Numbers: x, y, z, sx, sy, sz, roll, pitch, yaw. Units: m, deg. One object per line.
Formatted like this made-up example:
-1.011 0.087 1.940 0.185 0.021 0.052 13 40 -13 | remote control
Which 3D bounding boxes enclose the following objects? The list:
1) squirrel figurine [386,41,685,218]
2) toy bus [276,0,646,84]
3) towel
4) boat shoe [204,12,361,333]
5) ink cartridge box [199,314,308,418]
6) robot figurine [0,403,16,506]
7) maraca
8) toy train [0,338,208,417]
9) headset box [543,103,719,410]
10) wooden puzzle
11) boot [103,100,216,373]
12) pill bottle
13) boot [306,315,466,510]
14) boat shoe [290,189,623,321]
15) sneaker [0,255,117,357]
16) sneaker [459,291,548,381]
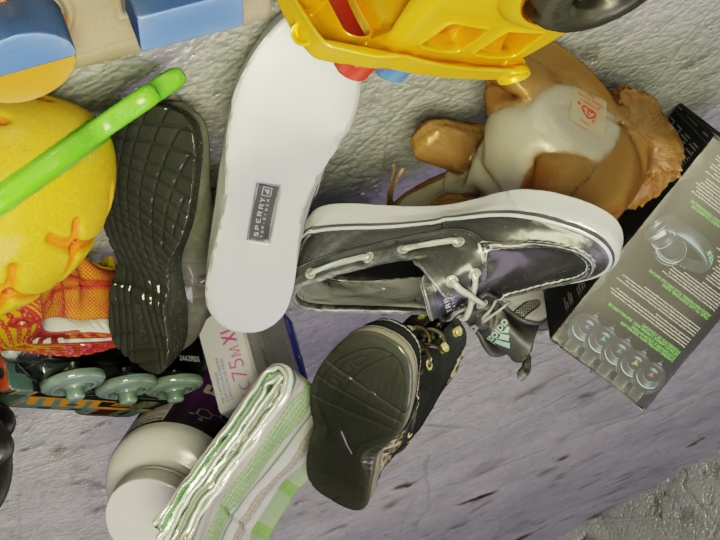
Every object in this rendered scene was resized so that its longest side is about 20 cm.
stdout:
0.114 -0.055 0.982 0.199 0.142 0.187 -9 155 -38 | squirrel figurine
0.021 -0.153 0.657 0.199 0.136 0.192 -2 155 -44 | toy bus
-0.071 0.151 1.052 0.150 0.031 0.200 -54 161 -6 | towel
-0.050 -0.065 0.836 0.070 0.070 0.201 9 112 -12 | boat shoe
-0.080 0.072 1.123 0.042 0.120 0.200 -20 160 8 | ink cartridge box
-0.309 0.143 0.949 0.150 0.126 0.200 17 142 -35 | robot figurine
-0.177 -0.046 0.750 0.200 0.107 0.137 -37 -166 -14 | maraca
-0.201 0.067 1.050 0.114 0.086 0.199 -23 162 31 | toy train
0.225 -0.011 1.080 0.200 0.093 0.174 -53 -175 13 | headset box
-0.123 -0.140 0.655 0.184 0.047 0.200 -18 159 -13 | wooden puzzle
-0.100 -0.040 0.907 0.131 0.067 0.201 -40 150 -45 | boot
-0.136 0.151 1.156 0.112 0.113 0.200 -31 -166 21 | pill bottle
0.028 0.070 1.063 0.154 0.073 0.204 -51 164 -39 | boot
0.053 -0.001 0.840 0.198 0.068 0.072 1 139 15 | boat shoe
-0.213 0.011 0.888 0.073 0.078 0.200 -17 169 13 | sneaker
0.096 0.029 1.169 0.199 0.141 0.078 -10 157 -32 | sneaker
